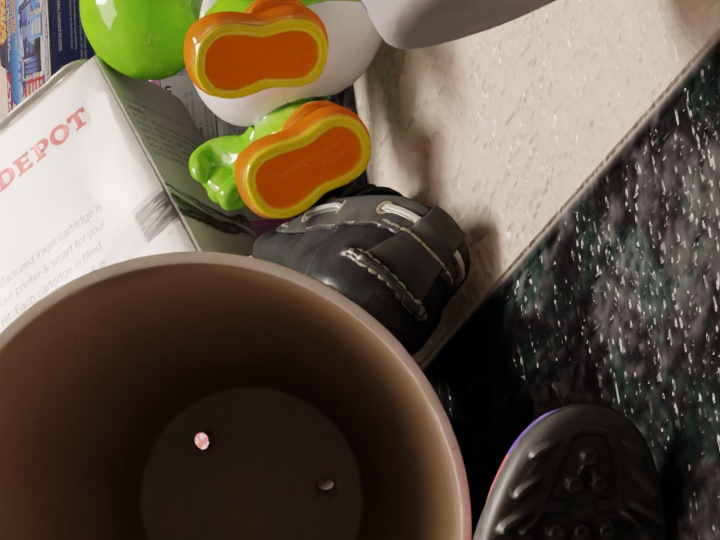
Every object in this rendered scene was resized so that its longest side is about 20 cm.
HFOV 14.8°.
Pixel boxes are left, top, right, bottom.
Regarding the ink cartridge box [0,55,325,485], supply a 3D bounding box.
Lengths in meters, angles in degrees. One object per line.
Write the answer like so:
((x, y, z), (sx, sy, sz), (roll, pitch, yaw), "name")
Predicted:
((-0.109, 0.030, 1.226), (0.147, 0.083, 0.200), (-37, 64, 17), "ink cartridge box")

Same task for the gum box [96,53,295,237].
((-0.085, -0.095, 1.354), (0.113, 0.066, 0.201), (145, 121, -69), "gum box")

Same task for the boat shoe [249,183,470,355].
((0.000, 0.000, 1.125), (0.068, 0.072, 0.200), (-54, 10, -4), "boat shoe")

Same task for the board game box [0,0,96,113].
((-0.175, -0.129, 1.657), (0.200, 0.061, 0.201), (-174, 82, -74), "board game box")

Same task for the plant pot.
((-0.050, 0.091, 1.031), (0.200, 0.187, 0.188), (34, -128, -86), "plant pot")

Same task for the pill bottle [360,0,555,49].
((0.015, -0.179, 0.836), (0.200, 0.114, 0.114), (64, 159, 7), "pill bottle")

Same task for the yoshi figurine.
((-0.066, -0.093, 1.164), (0.113, 0.112, 0.200), (-61, 22, 15), "yoshi figurine")

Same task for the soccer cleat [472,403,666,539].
((0.058, 0.128, 0.925), (0.073, 0.068, 0.201), (-119, 28, -64), "soccer cleat")
